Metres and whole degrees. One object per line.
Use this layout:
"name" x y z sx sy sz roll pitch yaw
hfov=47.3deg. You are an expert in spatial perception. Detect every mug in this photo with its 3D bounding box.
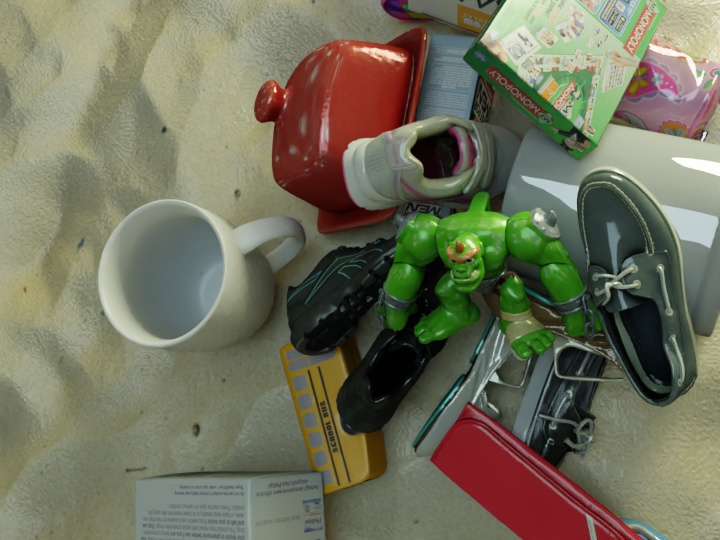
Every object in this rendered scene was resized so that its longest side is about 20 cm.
"mug" -0.148 0.003 0.881 0.199 0.175 0.148 -31 73 11

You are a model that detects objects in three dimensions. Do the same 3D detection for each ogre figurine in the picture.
"ogre figurine" 0.101 0.003 0.717 0.199 0.098 0.121 13 127 40

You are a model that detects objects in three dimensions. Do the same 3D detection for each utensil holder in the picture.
"utensil holder" 0.246 -0.047 0.763 0.199 0.170 0.171 16 86 23

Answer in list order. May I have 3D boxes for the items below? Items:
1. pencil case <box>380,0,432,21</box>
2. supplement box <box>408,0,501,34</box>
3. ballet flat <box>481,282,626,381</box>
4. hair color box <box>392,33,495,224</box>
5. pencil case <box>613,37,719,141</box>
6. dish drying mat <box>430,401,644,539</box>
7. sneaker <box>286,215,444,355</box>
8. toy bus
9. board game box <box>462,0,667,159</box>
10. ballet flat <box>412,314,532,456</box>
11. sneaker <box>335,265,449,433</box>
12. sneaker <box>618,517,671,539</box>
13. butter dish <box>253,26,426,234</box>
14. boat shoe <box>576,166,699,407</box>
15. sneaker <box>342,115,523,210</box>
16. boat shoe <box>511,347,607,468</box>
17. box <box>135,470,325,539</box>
"pencil case" 0.066 -0.385 0.924 0.088 0.088 0.202 -2 81 18
"supplement box" 0.150 -0.332 0.844 0.125 0.074 0.200 25 59 20
"ballet flat" 0.186 0.061 0.767 0.199 0.068 0.073 22 94 21
"hair color box" 0.092 -0.132 0.863 0.060 0.099 0.202 11 85 18
"pencil case" 0.265 -0.201 0.828 0.199 0.087 0.088 30 91 20
"dish drying mat" 0.158 0.211 0.755 0.199 0.018 0.077 37 112 20
"sneaker" 0.000 0.000 0.811 0.199 0.075 0.080 -36 51 16
"toy bus" -0.030 0.129 0.879 0.078 0.065 0.202 -22 75 16
"board game box" 0.188 -0.212 0.734 0.134 0.029 0.201 39 60 -9
"ballet flat" 0.127 0.114 0.832 0.069 0.069 0.201 31 88 20
"sneaker" 0.052 0.069 0.822 0.076 0.091 0.201 31 64 -1
"sneaker" 0.298 0.299 0.737 0.199 0.072 0.072 34 91 19
"butter dish" -0.038 -0.153 0.845 0.199 0.147 0.202 -6 72 63
"boat shoe" 0.221 0.015 0.663 0.072 0.062 0.201 -14 101 37
"sneaker" 0.086 -0.097 0.745 0.088 0.199 0.082 -11 92 56
"boat shoe" 0.197 0.143 0.796 0.068 0.074 0.201 15 76 34
"box" -0.133 0.309 0.834 0.183 0.104 0.202 -12 76 39
